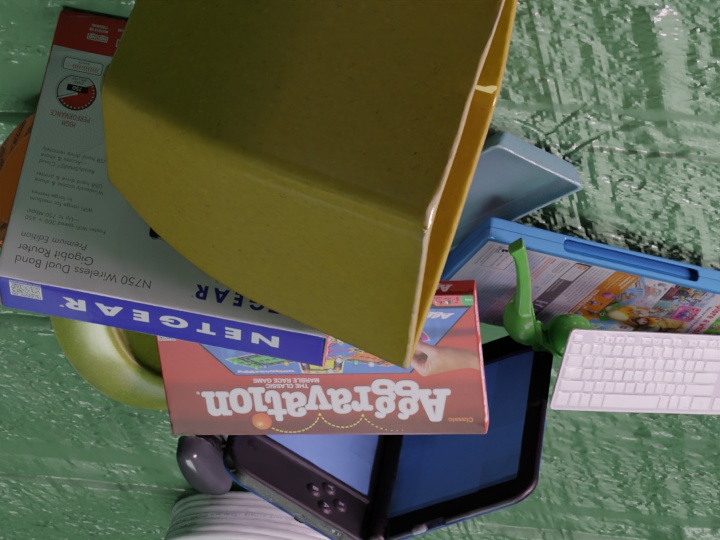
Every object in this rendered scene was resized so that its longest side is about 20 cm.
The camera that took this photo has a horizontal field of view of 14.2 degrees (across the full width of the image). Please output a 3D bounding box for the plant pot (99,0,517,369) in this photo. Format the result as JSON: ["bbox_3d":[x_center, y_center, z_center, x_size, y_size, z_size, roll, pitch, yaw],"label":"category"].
[{"bbox_3d":[-0.034,-0.092,1.593,0.199,0.196,0.194,16,156,5],"label":"plant pot"}]

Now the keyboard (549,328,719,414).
[{"bbox_3d":[0.211,0.069,1.918,0.199,0.057,0.011,3,-166,-33],"label":"keyboard"}]

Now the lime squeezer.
[{"bbox_3d":[0.139,0.029,1.901,0.071,0.038,0.200,-42,135,21],"label":"lime squeezer"}]

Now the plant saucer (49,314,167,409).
[{"bbox_3d":[-0.101,-0.003,1.802,0.200,0.201,0.031,32,178,-38],"label":"plant saucer"}]

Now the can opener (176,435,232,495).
[{"bbox_3d":[-0.124,0.112,2.205,0.053,0.067,0.200,3,154,16],"label":"can opener"}]

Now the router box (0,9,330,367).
[{"bbox_3d":[-0.099,-0.050,1.711,0.199,0.180,0.049,10,156,1],"label":"router box"}]

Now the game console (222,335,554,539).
[{"bbox_3d":[0.021,0.082,1.881,0.170,0.200,0.118,32,120,-12],"label":"game console"}]

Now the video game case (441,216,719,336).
[{"bbox_3d":[0.153,0.016,1.920,0.199,0.018,0.143,13,157,-15],"label":"video game case"}]

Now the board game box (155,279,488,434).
[{"bbox_3d":[-0.024,0.055,1.762,0.199,0.019,0.103,-1,123,10],"label":"board game box"}]

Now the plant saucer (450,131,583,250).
[{"bbox_3d":[0.059,-0.044,1.851,0.070,0.019,0.200,24,152,-26],"label":"plant saucer"}]

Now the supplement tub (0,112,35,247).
[{"bbox_3d":[-0.142,-0.019,1.864,0.122,0.123,0.200,-14,145,43],"label":"supplement tub"}]

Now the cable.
[{"bbox_3d":[-0.074,0.249,2.478,0.200,0.070,0.199,31,149,-36],"label":"cable"}]
